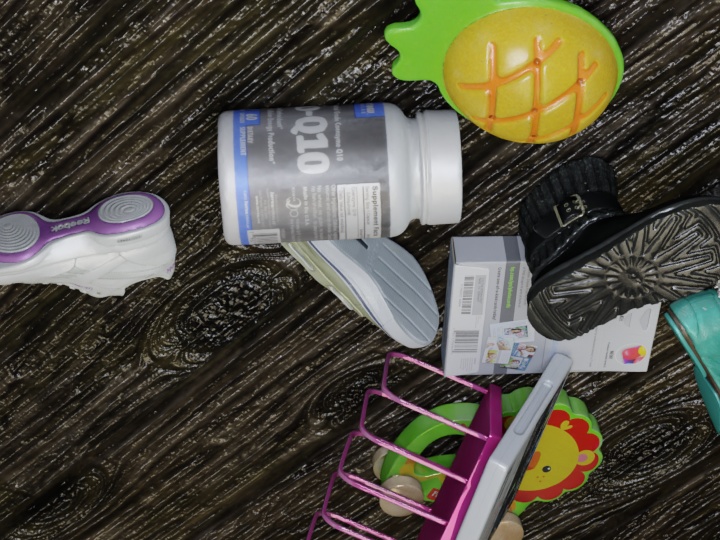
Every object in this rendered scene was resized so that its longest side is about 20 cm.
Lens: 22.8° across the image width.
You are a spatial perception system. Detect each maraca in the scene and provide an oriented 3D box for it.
[{"bbox_3d":[0.116,-0.169,1.421,0.199,0.107,0.137,21,128,-23],"label":"maraca"}]

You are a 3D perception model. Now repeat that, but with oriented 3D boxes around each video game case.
[{"bbox_3d":[0.132,0.199,1.683,0.023,0.182,0.201,26,128,12],"label":"video game case"}]

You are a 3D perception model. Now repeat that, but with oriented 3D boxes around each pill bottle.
[{"bbox_3d":[-0.017,-0.082,1.494,0.199,0.114,0.114,-3,135,-2],"label":"pill bottle"}]

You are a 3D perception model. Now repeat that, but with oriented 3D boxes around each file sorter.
[{"bbox_3d":[0.040,0.197,1.709,0.125,0.139,0.201,23,106,-2],"label":"file sorter"}]

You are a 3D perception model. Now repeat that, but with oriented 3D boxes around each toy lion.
[{"bbox_3d":[0.138,0.188,1.820,0.199,0.069,0.192,21,123,-23],"label":"toy lion"}]

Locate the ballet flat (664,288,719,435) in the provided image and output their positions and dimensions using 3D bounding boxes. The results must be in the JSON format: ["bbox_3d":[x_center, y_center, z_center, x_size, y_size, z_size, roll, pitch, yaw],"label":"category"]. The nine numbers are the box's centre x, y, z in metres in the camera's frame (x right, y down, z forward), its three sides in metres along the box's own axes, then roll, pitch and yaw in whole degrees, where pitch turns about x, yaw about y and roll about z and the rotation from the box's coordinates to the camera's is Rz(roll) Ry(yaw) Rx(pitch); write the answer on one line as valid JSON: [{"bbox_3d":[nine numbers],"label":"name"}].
[{"bbox_3d":[0.354,0.089,1.731,0.070,0.068,0.200,-28,134,3],"label":"ballet flat"}]

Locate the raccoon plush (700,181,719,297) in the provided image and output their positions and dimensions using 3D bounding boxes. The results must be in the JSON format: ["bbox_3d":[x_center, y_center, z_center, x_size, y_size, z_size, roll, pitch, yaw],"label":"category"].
[{"bbox_3d":[0.368,0.003,1.574,0.097,0.200,0.134,-51,127,-2],"label":"raccoon plush"}]

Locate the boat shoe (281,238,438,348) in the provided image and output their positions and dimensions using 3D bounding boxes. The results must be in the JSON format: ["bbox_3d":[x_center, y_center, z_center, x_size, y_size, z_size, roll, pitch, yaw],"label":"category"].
[{"bbox_3d":[0.000,0.000,1.622,0.062,0.072,0.200,-7,137,39],"label":"boat shoe"}]

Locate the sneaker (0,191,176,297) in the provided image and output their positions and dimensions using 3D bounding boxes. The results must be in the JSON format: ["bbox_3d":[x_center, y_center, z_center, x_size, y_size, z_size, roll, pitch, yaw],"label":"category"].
[{"bbox_3d":[-0.258,-0.006,1.578,0.199,0.075,0.100,-8,134,4],"label":"sneaker"}]

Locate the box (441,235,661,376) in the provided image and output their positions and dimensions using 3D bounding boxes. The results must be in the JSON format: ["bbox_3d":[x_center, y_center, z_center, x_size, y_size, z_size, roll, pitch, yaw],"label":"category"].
[{"bbox_3d":[0.179,0.033,1.677,0.198,0.041,0.156,-1,136,-2],"label":"box"}]

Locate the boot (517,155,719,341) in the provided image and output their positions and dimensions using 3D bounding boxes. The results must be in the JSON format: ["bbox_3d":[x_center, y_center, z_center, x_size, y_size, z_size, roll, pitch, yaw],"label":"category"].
[{"bbox_3d":[0.226,-0.041,1.524,0.210,0.158,0.080,-23,121,21],"label":"boot"}]
